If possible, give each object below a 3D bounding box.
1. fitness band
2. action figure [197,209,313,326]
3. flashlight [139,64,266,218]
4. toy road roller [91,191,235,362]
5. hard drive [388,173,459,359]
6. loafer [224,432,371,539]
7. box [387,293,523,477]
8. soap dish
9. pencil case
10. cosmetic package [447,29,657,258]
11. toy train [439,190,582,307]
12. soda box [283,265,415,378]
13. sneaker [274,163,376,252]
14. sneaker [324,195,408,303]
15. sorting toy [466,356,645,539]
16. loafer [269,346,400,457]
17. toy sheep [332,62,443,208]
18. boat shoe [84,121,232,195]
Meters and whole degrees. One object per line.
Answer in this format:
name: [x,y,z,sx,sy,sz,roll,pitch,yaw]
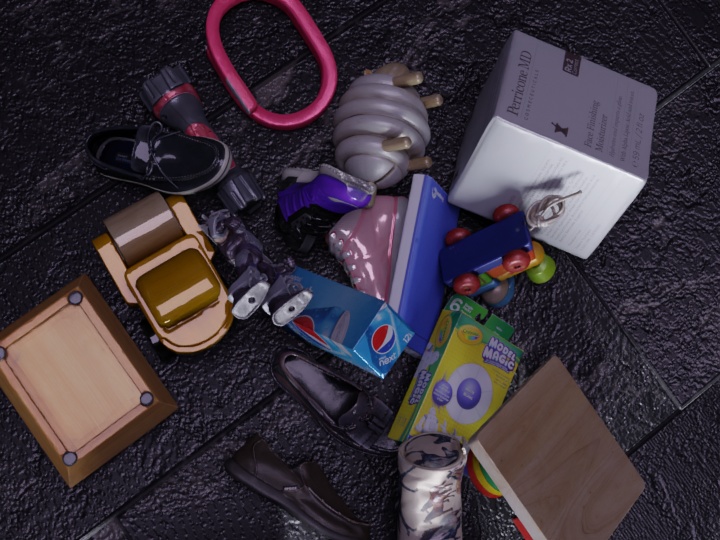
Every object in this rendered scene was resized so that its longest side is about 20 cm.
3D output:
fitness band: [-0.116,-0.278,1.385,0.143,0.037,0.201,-31,87,-15]
action figure: [-0.124,-0.009,1.253,0.129,0.200,0.070,29,106,-32]
flashlight: [-0.195,-0.158,1.332,0.067,0.068,0.201,-30,82,-33]
toy road roller: [-0.225,0.002,1.264,0.122,0.146,0.201,-30,86,-12]
hard drive: [0.077,-0.001,1.322,0.025,0.132,0.203,7,78,24]
loafer: [-0.065,0.262,1.281,0.199,0.073,0.072,32,79,-2]
box: [0.125,0.140,1.325,0.117,0.048,0.202,30,75,-28]
soap dish: [-0.334,0.127,1.260,0.157,0.081,0.201,-35,88,-12]
pencil case: [0.087,0.290,1.259,0.088,0.078,0.203,-4,109,-6]
cosmetic package: [0.236,-0.154,1.325,0.198,0.166,0.166,21,52,-5]
toy train: [0.206,-0.023,1.309,0.198,0.115,0.086,-26,52,25]
soda box: [-0.030,0.057,1.258,0.064,0.199,0.068,45,75,-35]
sneaker: [-0.049,-0.068,1.285,0.069,0.200,0.101,21,84,-25]
sneaker: [0.000,0.000,1.337,0.103,0.075,0.203,8,77,-5]
sorting toy: [0.225,0.242,1.294,0.199,0.069,0.200,-34,89,-44]
loafer: [-0.026,0.163,1.309,0.199,0.063,0.072,35,78,-1]
toy sheep: [0.027,-0.172,1.338,0.136,0.138,0.202,17,65,-5]
boat shoe: [-0.246,-0.137,1.283,0.198,0.062,0.076,8,75,24]
